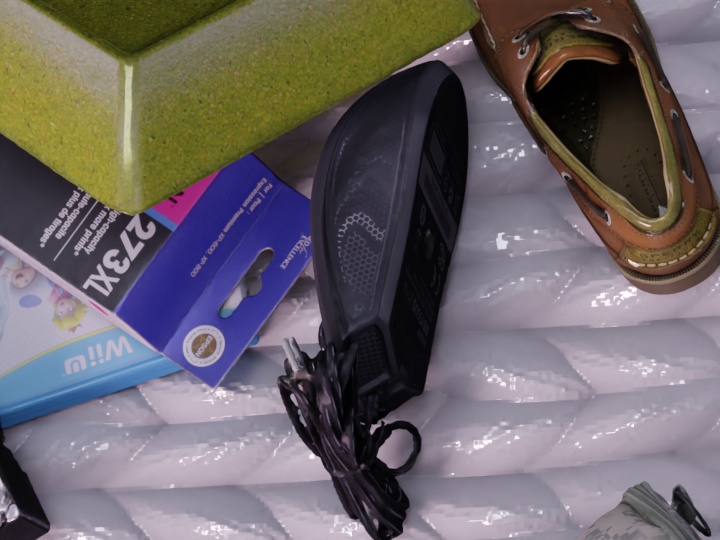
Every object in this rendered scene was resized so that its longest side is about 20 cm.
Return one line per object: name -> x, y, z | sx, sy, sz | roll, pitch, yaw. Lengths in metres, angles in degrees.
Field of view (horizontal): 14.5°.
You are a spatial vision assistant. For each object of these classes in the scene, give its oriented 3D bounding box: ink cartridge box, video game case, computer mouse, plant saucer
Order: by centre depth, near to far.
computer mouse -> 0.000, 0.000, 1.172 | 0.053, 0.139, 0.200 | 4, 61, 17
plant saucer -> -0.085, -0.124, 1.208 | 0.200, 0.048, 0.200 | -31, 45, -30
ink cartridge box -> -0.115, -0.039, 1.243 | 0.200, 0.037, 0.095 | 33, 81, 22
video game case -> -0.135, -0.037, 1.275 | 0.143, 0.018, 0.200 | -18, 66, 7

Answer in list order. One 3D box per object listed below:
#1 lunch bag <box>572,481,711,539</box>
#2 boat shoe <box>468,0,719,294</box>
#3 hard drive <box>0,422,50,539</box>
lunch bag -> 0.089, 0.193, 1.065 | 0.200, 0.139, 0.168 | -40, 48, -3
boat shoe -> 0.096, -0.086, 1.202 | 0.072, 0.068, 0.200 | -33, 63, 3
hard drive -> -0.249, 0.105, 1.231 | 0.200, 0.038, 0.140 | -32, 64, 9
